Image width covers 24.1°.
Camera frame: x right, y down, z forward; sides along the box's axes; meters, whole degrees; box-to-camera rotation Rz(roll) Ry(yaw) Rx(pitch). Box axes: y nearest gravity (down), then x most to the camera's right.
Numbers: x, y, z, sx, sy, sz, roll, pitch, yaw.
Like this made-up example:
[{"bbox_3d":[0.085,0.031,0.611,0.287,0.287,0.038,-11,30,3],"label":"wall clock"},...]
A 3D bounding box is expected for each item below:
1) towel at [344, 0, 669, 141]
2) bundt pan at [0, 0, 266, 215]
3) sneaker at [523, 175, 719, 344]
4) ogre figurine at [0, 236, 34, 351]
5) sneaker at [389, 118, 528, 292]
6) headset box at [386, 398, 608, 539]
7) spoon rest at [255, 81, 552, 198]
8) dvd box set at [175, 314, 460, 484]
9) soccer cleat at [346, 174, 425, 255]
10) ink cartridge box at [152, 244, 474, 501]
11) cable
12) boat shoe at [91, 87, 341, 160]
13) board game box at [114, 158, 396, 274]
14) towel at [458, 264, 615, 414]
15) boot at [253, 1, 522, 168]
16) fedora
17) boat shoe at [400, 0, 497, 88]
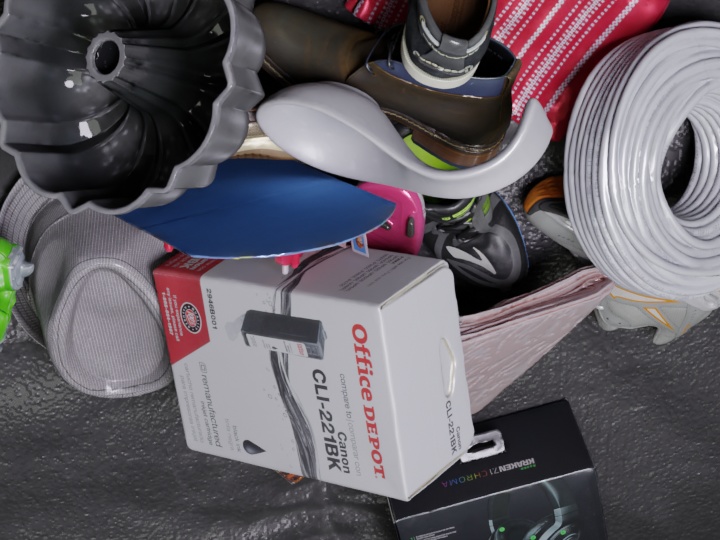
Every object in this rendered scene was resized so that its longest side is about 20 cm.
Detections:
[{"bbox_3d":[0.107,-0.188,1.189,0.199,0.023,0.145,29,114,-27],"label":"towel"},{"bbox_3d":[-0.142,-0.132,1.089,0.202,0.202,0.076,-46,155,20],"label":"bundt pan"},{"bbox_3d":[0.196,0.003,1.308,0.199,0.076,0.092,27,120,-25],"label":"sneaker"},{"bbox_3d":[-0.318,-0.014,1.183,0.120,0.098,0.200,-40,91,31],"label":"ogre figurine"},{"bbox_3d":[0.063,-0.051,1.236,0.070,0.083,0.200,-28,125,10],"label":"sneaker"},{"bbox_3d":[0.117,0.221,1.428,0.173,0.093,0.201,-16,125,0],"label":"headset box"},{"bbox_3d":[0.021,-0.083,1.091,0.198,0.061,0.099,5,155,27],"label":"spoon rest"},{"bbox_3d":[-0.027,0.069,1.333,0.200,0.029,0.146,-37,122,15],"label":"dvd box set"},{"bbox_3d":[0.000,0.000,1.221,0.069,0.087,0.201,22,125,3],"label":"soccer cleat"},{"bbox_3d":[-0.032,0.060,1.154,0.199,0.084,0.145,8,117,35],"label":"ink cartridge box"},{"bbox_3d":[0.233,-0.079,1.214,0.199,0.069,0.202,-23,111,-30],"label":"cable"},{"bbox_3d":[-0.089,-0.116,1.179,0.198,0.072,0.073,2,100,-4],"label":"boat shoe"},{"bbox_3d":[-0.077,-0.027,1.125,0.157,0.199,0.039,-17,116,-34],"label":"board game box"},{"bbox_3d":[0.075,0.072,1.267,0.190,0.032,0.200,-15,159,-40],"label":"towel"},{"bbox_3d":[0.016,-0.149,1.127,0.199,0.075,0.097,24,149,-1],"label":"boot"},{"bbox_3d":[-0.178,0.017,1.219,0.175,0.091,0.201,0,130,-5],"label":"fedora"},{"bbox_3d":[0.064,-0.220,1.065,0.071,0.202,0.068,6,165,0],"label":"boat shoe"}]
